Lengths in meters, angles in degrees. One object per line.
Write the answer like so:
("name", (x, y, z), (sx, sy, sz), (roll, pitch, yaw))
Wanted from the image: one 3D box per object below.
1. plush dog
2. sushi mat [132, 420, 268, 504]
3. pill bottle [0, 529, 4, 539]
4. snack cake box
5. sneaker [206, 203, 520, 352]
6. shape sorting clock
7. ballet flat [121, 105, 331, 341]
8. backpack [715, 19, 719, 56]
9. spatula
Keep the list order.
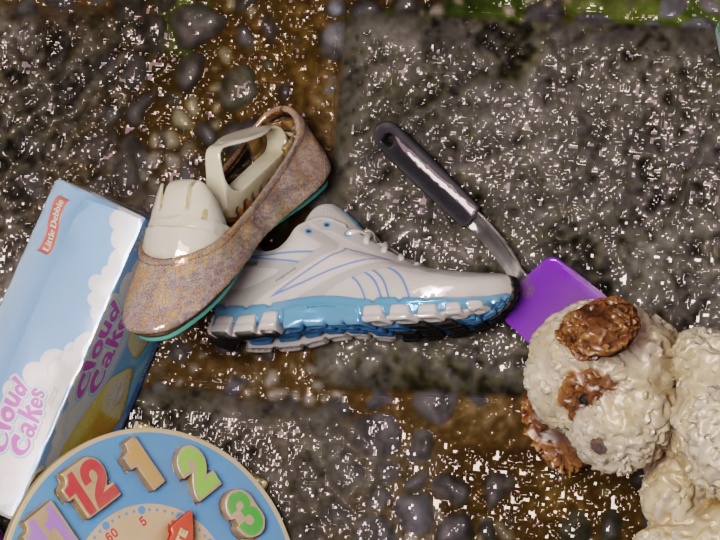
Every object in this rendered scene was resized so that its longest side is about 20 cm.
("plush dog", (0.178, 0.075, 1.585), (0.171, 0.200, 0.161), (23, 56, 5))
("sushi mat", (-0.136, 0.204, 1.708), (0.095, 0.012, 0.201), (22, 90, 15))
("pill bottle", (-0.239, 0.233, 1.669), (0.111, 0.111, 0.200), (-40, 71, 6))
("snack cake box", (-0.181, 0.053, 1.681), (0.067, 0.115, 0.201), (24, 90, 16))
("sneaker", (0.000, 0.000, 1.667), (0.199, 0.075, 0.087), (-2, 76, 16))
("shape sorting clock", (-0.125, 0.195, 1.639), (0.199, 0.039, 0.201), (7, 74, -25))
("ballet flat", (-0.089, -0.037, 1.639), (0.068, 0.200, 0.068), (3, 125, 32))
("backpack", (0.308, -0.138, 1.578), (0.199, 0.163, 0.154), (-30, 70, 15))
("spatula", (0.078, -0.020, 1.676), (0.200, 0.021, 0.057), (46, 113, 16))
